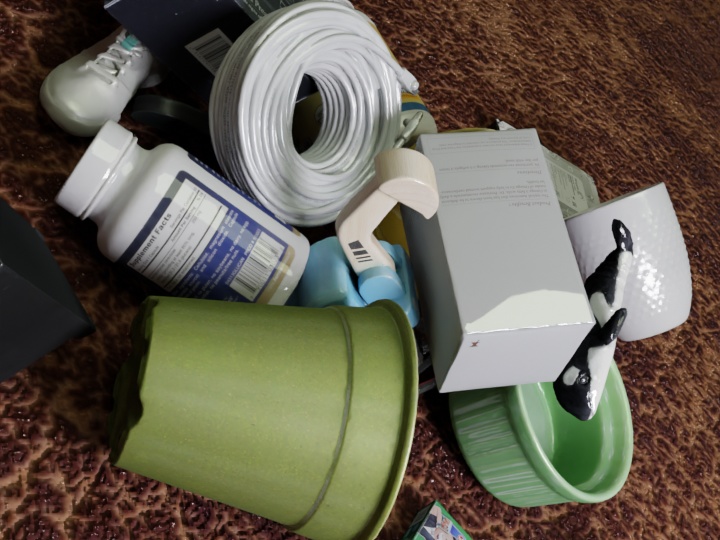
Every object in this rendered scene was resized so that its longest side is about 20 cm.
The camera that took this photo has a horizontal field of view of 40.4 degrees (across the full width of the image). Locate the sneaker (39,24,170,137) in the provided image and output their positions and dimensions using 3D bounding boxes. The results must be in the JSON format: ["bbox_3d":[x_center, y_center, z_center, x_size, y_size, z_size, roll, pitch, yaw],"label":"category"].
[{"bbox_3d":[-0.225,-0.200,0.919,0.075,0.088,0.201,40,36,-9],"label":"sneaker"}]

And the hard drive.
[{"bbox_3d":[0.263,-0.117,1.383,0.199,0.038,0.141,27,42,-27],"label":"hard drive"}]

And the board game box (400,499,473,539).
[{"bbox_3d":[0.064,0.302,0.805,0.135,0.029,0.200,48,36,-1],"label":"board game box"}]

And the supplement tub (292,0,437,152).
[{"bbox_3d":[-0.021,-0.190,1.070,0.144,0.145,0.201,-11,65,-49],"label":"supplement tub"}]

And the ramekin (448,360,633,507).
[{"bbox_3d":[0.178,0.139,0.981,0.199,0.097,0.202,24,54,-39],"label":"ramekin"}]

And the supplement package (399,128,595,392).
[{"bbox_3d":[0.113,-0.010,0.874,0.115,0.118,0.202,-3,60,-11],"label":"supplement package"}]

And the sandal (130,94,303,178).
[{"bbox_3d":[-0.135,-0.116,0.964,0.199,0.075,0.049,17,79,-33],"label":"sandal"}]

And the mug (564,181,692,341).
[{"bbox_3d":[0.363,-0.010,1.300,0.200,0.146,0.177,-21,91,-67],"label":"mug"}]

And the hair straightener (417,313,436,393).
[{"bbox_3d":[0.056,0.086,0.985,0.199,0.041,0.078,-17,84,-45],"label":"hair straightener"}]

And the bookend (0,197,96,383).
[{"bbox_3d":[-0.294,0.036,0.611,0.093,0.198,0.200,55,-7,11],"label":"bookend"}]

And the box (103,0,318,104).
[{"bbox_3d":[-0.136,-0.275,0.937,0.200,0.103,0.184,40,36,-49],"label":"box"}]

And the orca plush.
[{"bbox_3d":[0.209,0.040,0.931,0.070,0.105,0.202,20,75,5],"label":"orca plush"}]

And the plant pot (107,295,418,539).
[{"bbox_3d":[-0.084,0.100,0.733,0.188,0.201,0.202,14,46,-19],"label":"plant pot"}]

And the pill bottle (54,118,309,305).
[{"bbox_3d":[-0.150,-0.035,0.826,0.199,0.111,0.112,36,38,-16],"label":"pill bottle"}]

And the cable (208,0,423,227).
[{"bbox_3d":[-0.046,-0.143,0.890,0.201,0.069,0.200,-56,134,-16],"label":"cable"}]

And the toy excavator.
[{"bbox_3d":[0.000,0.000,0.840,0.200,0.192,0.101,51,25,-48],"label":"toy excavator"}]

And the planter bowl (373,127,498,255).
[{"bbox_3d":[0.084,-0.075,1.023,0.199,0.201,0.084,21,24,-31],"label":"planter bowl"}]
